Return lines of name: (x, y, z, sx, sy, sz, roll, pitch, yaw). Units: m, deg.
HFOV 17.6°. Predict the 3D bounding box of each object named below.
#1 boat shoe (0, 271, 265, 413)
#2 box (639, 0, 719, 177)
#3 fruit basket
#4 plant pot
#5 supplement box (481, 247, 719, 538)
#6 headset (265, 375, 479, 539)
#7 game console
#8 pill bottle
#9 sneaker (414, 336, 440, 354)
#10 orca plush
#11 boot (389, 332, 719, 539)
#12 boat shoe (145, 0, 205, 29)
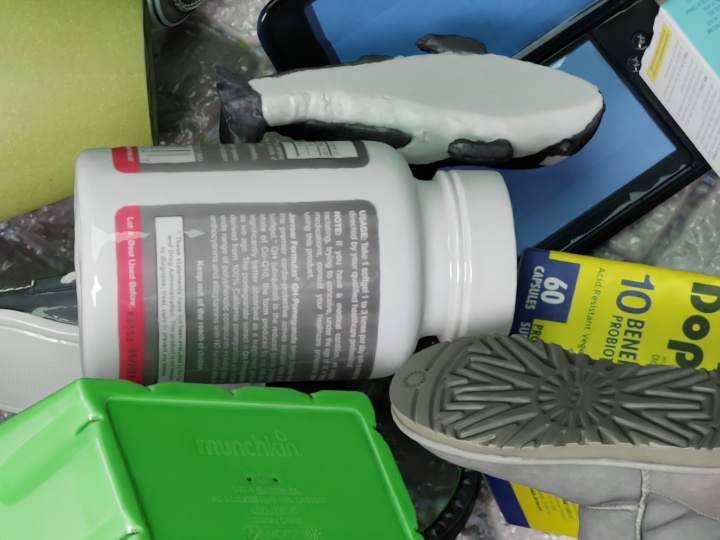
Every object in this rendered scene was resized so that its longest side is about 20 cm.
boat shoe: (-0.131, 0.031, 1.181, 0.198, 0.076, 0.061, 4, 46, 18)
box: (0.220, -0.051, 1.151, 0.049, 0.082, 0.201, -33, 75, -12)
fruit basket: (-0.090, 0.150, 0.994, 0.214, 0.216, 0.156, -24, 61, 2)
plant pot: (-0.213, -0.101, 1.269, 0.198, 0.188, 0.189, -5, 63, -2)
supplement box: (0.167, 0.073, 1.115, 0.198, 0.110, 0.110, 9, 68, 17)
headset: (-0.039, 0.104, 1.188, 0.198, 0.094, 0.124, 1, 59, -2)
game console: (0.076, -0.101, 1.216, 0.199, 0.118, 0.171, -34, 62, -3)
pill bottle: (-0.032, -0.004, 1.077, 0.198, 0.111, 0.112, -2, 63, -8)
sneaker: (0.000, 0.000, 1.202, 0.199, 0.085, 0.073, 21, 85, 22)
orca plush: (0.023, -0.060, 1.167, 0.199, 0.072, 0.105, -12, 42, -27)
boot: (0.106, 0.129, 1.055, 0.180, 0.201, 0.073, 11, 47, 19)
boat shoe: (-0.061, -0.218, 1.330, 0.071, 0.072, 0.201, 23, 70, 27)
